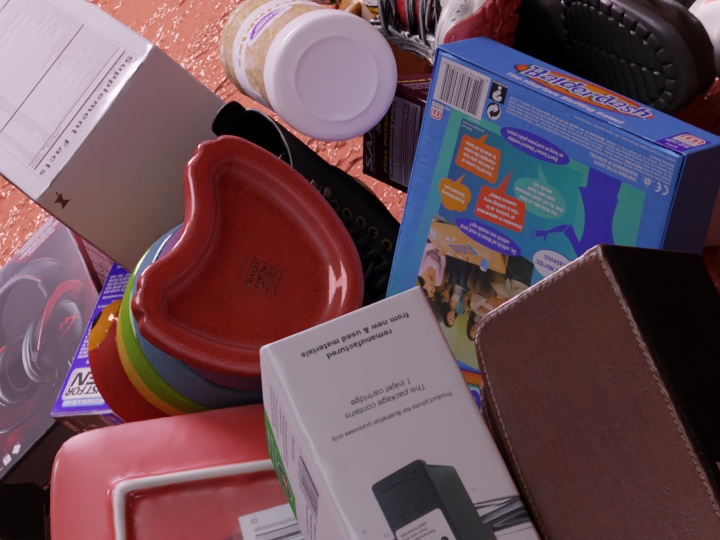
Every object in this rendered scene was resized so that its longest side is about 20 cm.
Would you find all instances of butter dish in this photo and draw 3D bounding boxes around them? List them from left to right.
[{"bbox_3d":[-0.047,0.181,1.346,0.199,0.148,0.201,-9,66,4],"label":"butter dish"}]

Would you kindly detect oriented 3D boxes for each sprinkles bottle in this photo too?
[{"bbox_3d":[-0.032,-0.115,1.457,0.068,0.068,0.200,-52,15,0],"label":"sprinkles bottle"}]

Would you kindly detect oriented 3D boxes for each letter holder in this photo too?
[{"bbox_3d":[0.116,0.110,1.179,0.142,0.100,0.201,-32,72,27],"label":"letter holder"}]

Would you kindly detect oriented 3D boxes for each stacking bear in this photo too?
[{"bbox_3d":[-0.085,0.031,1.394,0.200,0.113,0.122,-39,27,60],"label":"stacking bear"}]

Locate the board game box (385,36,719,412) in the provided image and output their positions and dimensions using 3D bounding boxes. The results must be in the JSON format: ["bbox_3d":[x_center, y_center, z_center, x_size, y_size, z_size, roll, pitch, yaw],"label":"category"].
[{"bbox_3d":[0.087,0.004,1.298,0.152,0.045,0.201,27,117,32],"label":"board game box"}]

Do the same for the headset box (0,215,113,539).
[{"bbox_3d":[-0.197,0.065,1.667,0.149,0.075,0.200,-45,35,11],"label":"headset box"}]

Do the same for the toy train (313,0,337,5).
[{"bbox_3d":[0.006,-0.260,1.762,0.056,0.042,0.201,-8,53,31],"label":"toy train"}]

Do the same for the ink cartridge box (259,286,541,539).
[{"bbox_3d":[0.029,0.131,1.202,0.083,0.147,0.200,-21,69,-10],"label":"ink cartridge box"}]

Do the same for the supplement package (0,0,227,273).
[{"bbox_3d":[-0.153,-0.083,1.529,0.114,0.109,0.200,-53,34,-1],"label":"supplement package"}]

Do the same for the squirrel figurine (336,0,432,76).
[{"bbox_3d":[0.057,-0.196,1.568,0.200,0.141,0.187,26,86,57],"label":"squirrel figurine"}]

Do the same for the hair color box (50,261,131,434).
[{"bbox_3d":[-0.094,0.024,1.559,0.065,0.109,0.201,-5,56,46],"label":"hair color box"}]

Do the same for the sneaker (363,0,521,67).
[{"bbox_3d":[0.039,-0.136,1.409,0.200,0.082,0.078,-105,25,-76],"label":"sneaker"}]

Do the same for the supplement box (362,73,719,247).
[{"bbox_3d":[0.096,-0.060,1.414,0.200,0.109,0.061,29,121,55],"label":"supplement box"}]

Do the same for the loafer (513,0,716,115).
[{"bbox_3d":[0.142,-0.135,1.411,0.071,0.073,0.200,-21,23,-15],"label":"loafer"}]

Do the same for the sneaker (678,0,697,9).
[{"bbox_3d":[0.155,-0.220,1.423,0.074,0.201,0.087,19,40,42],"label":"sneaker"}]

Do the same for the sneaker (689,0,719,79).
[{"bbox_3d":[0.226,-0.136,1.354,0.200,0.093,0.070,20,75,54],"label":"sneaker"}]

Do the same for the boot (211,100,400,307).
[{"bbox_3d":[0.000,0.000,1.413,0.078,0.138,0.200,-48,56,0],"label":"boot"}]
